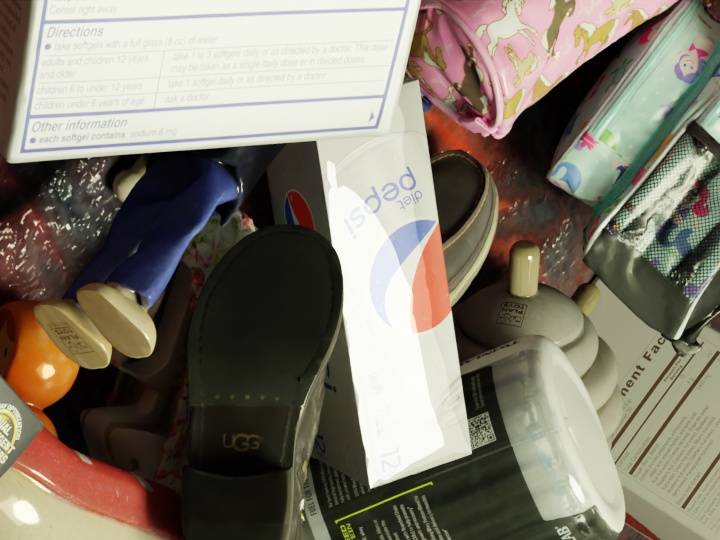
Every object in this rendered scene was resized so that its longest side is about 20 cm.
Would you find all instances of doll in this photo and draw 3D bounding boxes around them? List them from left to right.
[{"bbox_3d":[-0.074,-0.044,1.175,0.048,0.136,0.200,47,58,-19],"label":"doll"}]

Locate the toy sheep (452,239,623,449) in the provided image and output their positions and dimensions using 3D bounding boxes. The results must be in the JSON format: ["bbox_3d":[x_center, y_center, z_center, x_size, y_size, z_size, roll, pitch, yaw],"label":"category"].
[{"bbox_3d":[0.093,0.071,1.511,0.137,0.137,0.201,-29,125,-39],"label":"toy sheep"}]

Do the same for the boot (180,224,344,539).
[{"bbox_3d":[-0.049,0.096,1.252,0.174,0.069,0.201,85,16,-66],"label":"boot"}]

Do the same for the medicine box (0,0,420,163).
[{"bbox_3d":[-0.067,-0.158,1.048,0.181,0.103,0.201,-5,123,-30],"label":"medicine box"}]

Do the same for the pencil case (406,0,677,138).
[{"bbox_3d":[0.110,-0.150,1.374,0.200,0.083,0.087,-38,159,-31],"label":"pencil case"}]

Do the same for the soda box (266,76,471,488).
[{"bbox_3d":[0.002,0.002,1.288,0.063,0.068,0.202,-16,108,-25],"label":"soda box"}]

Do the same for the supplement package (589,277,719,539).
[{"bbox_3d":[0.213,0.112,1.638,0.120,0.199,0.121,-52,148,-9],"label":"supplement package"}]

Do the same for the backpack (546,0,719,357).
[{"bbox_3d":[0.205,-0.076,1.464,0.200,0.151,0.178,-45,-179,10],"label":"backpack"}]

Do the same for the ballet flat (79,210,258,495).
[{"bbox_3d":[-0.106,0.057,1.274,0.064,0.075,0.201,5,104,-46],"label":"ballet flat"}]

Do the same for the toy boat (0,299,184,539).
[{"bbox_3d":[-0.162,0.077,1.183,0.200,0.130,0.132,32,60,-60],"label":"toy boat"}]

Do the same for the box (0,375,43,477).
[{"bbox_3d":[-0.219,-0.012,0.916,0.049,0.200,0.161,-49,147,-10],"label":"box"}]

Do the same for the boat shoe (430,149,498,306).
[{"bbox_3d":[0.000,0.000,1.360,0.200,0.074,0.074,-45,147,-23],"label":"boat shoe"}]

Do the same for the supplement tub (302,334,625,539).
[{"bbox_3d":[0.035,0.125,1.403,0.199,0.123,0.123,-22,151,14],"label":"supplement tub"}]
